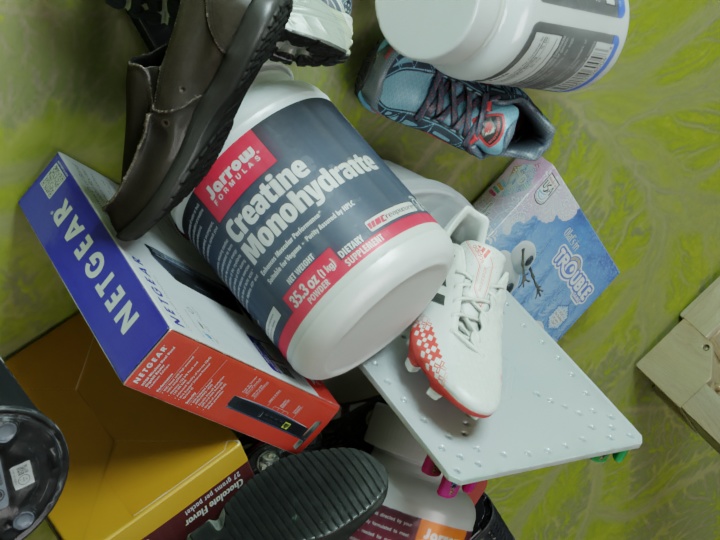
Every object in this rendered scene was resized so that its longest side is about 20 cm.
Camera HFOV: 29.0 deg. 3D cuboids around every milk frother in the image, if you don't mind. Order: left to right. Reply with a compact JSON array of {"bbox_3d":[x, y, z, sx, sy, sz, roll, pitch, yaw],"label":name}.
[{"bbox_3d":[-0.316,0.116,0.878,0.198,0.188,0.182,-6,123,-37],"label":"milk frother"}]

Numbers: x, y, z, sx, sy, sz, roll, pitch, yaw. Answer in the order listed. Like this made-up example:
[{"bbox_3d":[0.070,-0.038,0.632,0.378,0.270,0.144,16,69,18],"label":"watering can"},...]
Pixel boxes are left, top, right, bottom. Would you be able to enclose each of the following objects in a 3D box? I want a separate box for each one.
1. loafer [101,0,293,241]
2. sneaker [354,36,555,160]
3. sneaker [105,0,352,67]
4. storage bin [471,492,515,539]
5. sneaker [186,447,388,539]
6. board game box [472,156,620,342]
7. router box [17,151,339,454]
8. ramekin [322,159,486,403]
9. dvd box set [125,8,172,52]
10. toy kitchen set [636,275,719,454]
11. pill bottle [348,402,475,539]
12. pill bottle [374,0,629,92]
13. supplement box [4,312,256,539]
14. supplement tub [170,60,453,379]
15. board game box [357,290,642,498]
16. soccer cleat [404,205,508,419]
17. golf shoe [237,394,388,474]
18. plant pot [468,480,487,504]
[{"bbox_3d":[-0.113,-0.107,0.861,0.201,0.071,0.073,-56,179,26],"label":"loafer"},{"bbox_3d":[0.084,-0.135,1.109,0.199,0.095,0.080,8,114,-44],"label":"sneaker"},{"bbox_3d":[-0.092,-0.198,0.894,0.198,0.077,0.087,17,74,-30],"label":"sneaker"},{"bbox_3d":[0.036,0.277,1.346,0.200,0.135,0.094,-41,140,-8],"label":"storage bin"},{"bbox_3d":[-0.064,0.198,0.955,0.199,0.074,0.089,-31,137,-8],"label":"sneaker"},{"bbox_3d":[0.137,0.017,1.310,0.199,0.043,0.200,-48,139,-3],"label":"board game box"},{"bbox_3d":[-0.126,0.024,0.965,0.049,0.200,0.179,-47,140,10],"label":"router box"},{"bbox_3d":[0.000,0.000,1.139,0.201,0.094,0.204,-23,134,-26],"label":"ramekin"},{"bbox_3d":[-0.070,-0.218,0.960,0.199,0.029,0.147,-39,138,-11],"label":"dvd box set"},{"bbox_3d":[0.456,0.121,1.564,0.200,0.181,0.163,-44,140,1],"label":"toy kitchen set"},{"bbox_3d":[0.024,0.209,1.050,0.109,0.109,0.202,22,85,-48],"label":"pill bottle"},{"bbox_3d":[0.108,-0.197,1.051,0.199,0.113,0.115,-2,122,-50],"label":"pill bottle"},{"bbox_3d":[-0.165,0.169,1.044,0.132,0.197,0.201,-34,138,-17],"label":"supplement box"},{"bbox_3d":[-0.044,-0.039,0.965,0.140,0.200,0.141,-38,164,-13],"label":"supplement tub"},{"bbox_3d":[0.084,0.083,1.051,0.198,0.200,0.026,-4,130,-39],"label":"board game box"},{"bbox_3d":[0.076,0.027,1.013,0.068,0.201,0.085,29,116,-20],"label":"soccer cleat"},{"bbox_3d":[-0.013,0.133,1.129,0.198,0.088,0.078,-10,106,-21],"label":"golf shoe"},{"bbox_3d":[0.006,0.202,1.239,0.177,0.200,0.202,-41,139,-22],"label":"plant pot"}]
